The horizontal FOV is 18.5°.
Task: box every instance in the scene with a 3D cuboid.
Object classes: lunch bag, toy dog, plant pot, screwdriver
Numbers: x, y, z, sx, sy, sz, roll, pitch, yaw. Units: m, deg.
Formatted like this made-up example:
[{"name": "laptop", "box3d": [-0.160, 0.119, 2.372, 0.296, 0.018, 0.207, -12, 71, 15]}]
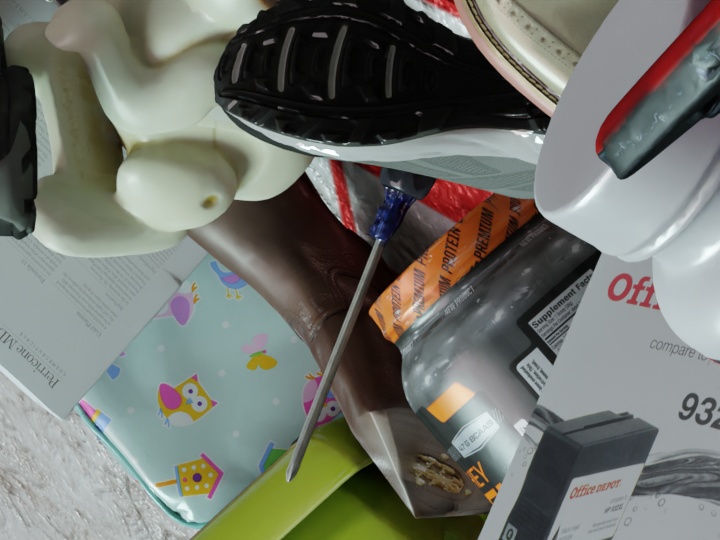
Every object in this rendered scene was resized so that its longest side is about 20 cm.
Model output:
[{"name": "lunch bag", "box3d": [-0.089, 0.032, 1.220, 0.200, 0.160, 0.077, 50, 178, 2]}, {"name": "toy dog", "box3d": [-0.058, -0.110, 0.980, 0.200, 0.193, 0.140, 120, 154, -47]}, {"name": "plant pot", "box3d": [0.004, 0.183, 1.135, 0.182, 0.199, 0.200, 50, -162, 8]}, {"name": "screwdriver", "box3d": [0.000, 0.000, 1.004, 0.029, 0.201, 0.028, 26, 177, -3]}]

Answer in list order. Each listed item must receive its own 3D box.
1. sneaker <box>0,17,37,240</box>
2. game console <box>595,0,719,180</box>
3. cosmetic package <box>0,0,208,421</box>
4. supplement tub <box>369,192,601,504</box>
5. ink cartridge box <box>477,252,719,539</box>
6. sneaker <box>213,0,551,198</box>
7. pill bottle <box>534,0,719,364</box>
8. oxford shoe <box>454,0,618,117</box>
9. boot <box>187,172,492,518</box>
[{"name": "sneaker", "box3d": [-0.186, -0.064, 0.968, 0.200, 0.079, 0.076, -130, 41, -63]}, {"name": "game console", "box3d": [0.186, -0.072, 0.563, 0.119, 0.200, 0.172, 50, 155, 6]}, {"name": "cosmetic package", "box3d": [-0.174, -0.046, 1.110, 0.200, 0.151, 0.052, 47, 166, -26]}, {"name": "supplement tub", "box3d": [0.103, 0.062, 0.973, 0.200, 0.122, 0.123, 49, 155, 6]}, {"name": "ink cartridge box", "box3d": [0.124, 0.099, 0.826, 0.083, 0.201, 0.145, 29, 171, -32]}, {"name": "sneaker", "box3d": [0.038, -0.062, 0.895, 0.199, 0.074, 0.079, 7, 154, 7]}, {"name": "pill bottle", "box3d": [0.161, -0.012, 0.696, 0.199, 0.120, 0.120, 27, 158, -13]}, {"name": "oxford shoe", "box3d": [0.067, -0.126, 0.787, 0.200, 0.071, 0.074, 52, 152, -3]}, {"name": "boot", "box3d": [-0.018, 0.026, 1.061, 0.186, 0.064, 0.200, 32, -160, -34]}]
